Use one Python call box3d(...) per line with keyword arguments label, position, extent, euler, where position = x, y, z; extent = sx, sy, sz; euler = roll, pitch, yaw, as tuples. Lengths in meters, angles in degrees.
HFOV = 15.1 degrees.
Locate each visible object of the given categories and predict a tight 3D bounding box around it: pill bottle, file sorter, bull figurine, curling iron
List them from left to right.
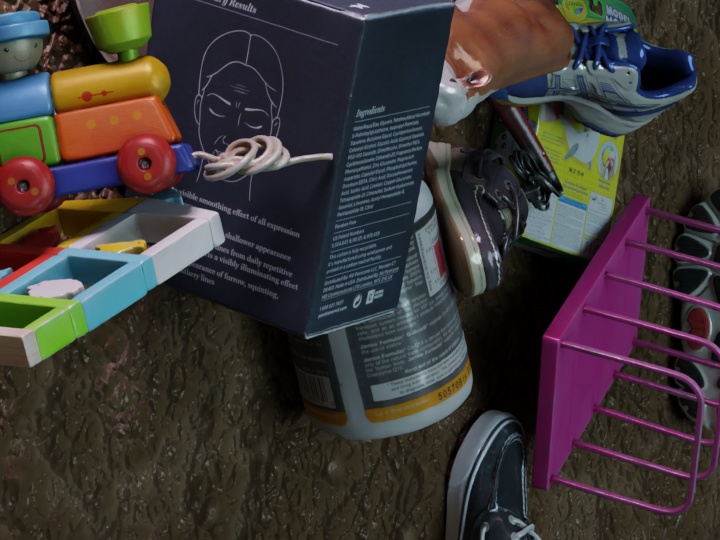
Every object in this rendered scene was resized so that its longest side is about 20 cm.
box3d(label="pill bottle", position=(0.000, 0.000, 1.772), extent=(0.116, 0.116, 0.200), euler=(-34, 119, -45))
box3d(label="bull figurine", position=(0.065, -0.156, 1.774), extent=(0.200, 0.065, 0.121), euler=(-19, 75, -54))
box3d(label="curling iron", position=(0.093, -0.131, 1.916), extent=(0.200, 0.026, 0.050), euler=(63, 13, -11))
box3d(label="file sorter", position=(0.221, 0.065, 1.999), extent=(0.200, 0.125, 0.139), euler=(-53, 152, -48))

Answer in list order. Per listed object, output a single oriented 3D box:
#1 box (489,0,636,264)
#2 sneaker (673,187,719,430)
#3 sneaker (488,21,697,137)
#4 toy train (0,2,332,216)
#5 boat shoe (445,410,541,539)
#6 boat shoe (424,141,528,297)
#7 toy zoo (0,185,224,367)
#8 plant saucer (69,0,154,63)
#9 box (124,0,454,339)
box3d(label="box", position=(0.148, -0.113, 2.011), extent=(0.117, 0.048, 0.200), euler=(18, 81, -51))
box3d(label="sneaker", position=(0.296, 0.028, 2.206), extent=(0.083, 0.081, 0.200), euler=(-9, 108, -68))
box3d(label="sneaker", position=(0.152, -0.154, 1.905), extent=(0.200, 0.088, 0.075), euler=(11, 64, -41))
box3d(label="toy train", position=(-0.124, -0.102, 1.560), extent=(0.085, 0.200, 0.116), euler=(-73, 152, -86))
box3d(label="boat shoe", position=(0.099, 0.200, 1.953), extent=(0.072, 0.068, 0.200), euler=(31, 68, -49))
box3d(label="boat shoe", position=(0.081, -0.042, 1.829), extent=(0.200, 0.065, 0.072), euler=(-104, -176, -70))
box3d(label="toy zoo", position=(-0.169, -0.001, 1.544), extent=(0.200, 0.131, 0.020), euler=(-36, 121, -45))
box3d(label="plant saucer", position=(-0.121, -0.207, 1.665), extent=(0.200, 0.032, 0.200), euler=(-12, 106, -51))
box3d(label="box", position=(-0.047, -0.081, 1.637), extent=(0.107, 0.148, 0.200), euler=(-17, 123, -56))
